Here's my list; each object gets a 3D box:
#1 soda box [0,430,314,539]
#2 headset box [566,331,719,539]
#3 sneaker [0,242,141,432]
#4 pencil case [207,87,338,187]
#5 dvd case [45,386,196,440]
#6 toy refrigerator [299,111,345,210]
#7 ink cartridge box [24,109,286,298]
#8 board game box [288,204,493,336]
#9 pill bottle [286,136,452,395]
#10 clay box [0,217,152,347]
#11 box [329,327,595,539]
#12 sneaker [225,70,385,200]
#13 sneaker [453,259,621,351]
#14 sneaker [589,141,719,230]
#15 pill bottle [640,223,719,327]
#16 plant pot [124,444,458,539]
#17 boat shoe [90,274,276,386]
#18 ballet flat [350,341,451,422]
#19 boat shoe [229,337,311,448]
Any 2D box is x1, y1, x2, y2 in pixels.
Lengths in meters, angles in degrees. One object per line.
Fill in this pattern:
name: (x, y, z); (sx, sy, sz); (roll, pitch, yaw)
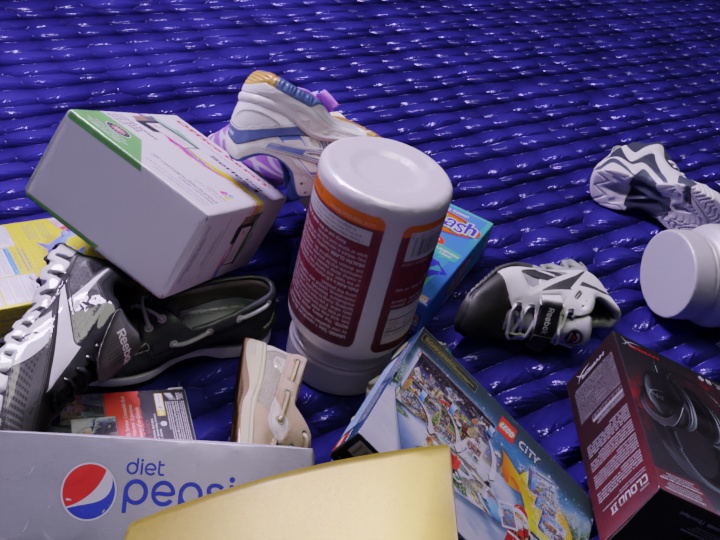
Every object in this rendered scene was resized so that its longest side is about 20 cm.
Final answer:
soda box: (-0.128, 0.140, 0.574); (0.196, 0.064, 0.070); (3, 77, -4)
headset box: (0.259, 0.164, 0.742); (0.147, 0.078, 0.201); (25, 31, -13)
sneaker: (-0.211, 0.060, 0.675); (0.089, 0.067, 0.202); (9, 44, -2)
pencil case: (-0.103, -0.122, 0.923); (0.084, 0.198, 0.086); (44, 56, -24)
dvd case: (-0.211, 0.146, 0.652); (0.197, 0.022, 0.147); (0, 38, -24)
toy refrigerator: (-0.005, -0.078, 0.922); (0.069, 0.077, 0.200); (-10, 40, -31)
ink cartridge box: (-0.167, -0.065, 0.798); (0.144, 0.085, 0.200); (36, 14, 6)
board game box: (0.038, -0.025, 0.971); (0.150, 0.046, 0.200); (25, 35, 14)
pill bottle: (0.000, 0.000, 0.782); (0.112, 0.202, 0.115); (11, 34, -8)
clay box: (-0.249, 0.000, 0.816); (0.197, 0.048, 0.115); (-10, 42, -35)
box: (0.083, 0.155, 0.672); (0.200, 0.038, 0.137); (45, 36, -3)
sneaker: (-0.028, -0.096, 0.822); (0.198, 0.089, 0.075); (26, 5, -16)
sneaker: (0.184, 0.040, 0.914); (0.197, 0.075, 0.089); (-12, 41, -34)
sneaker: (0.412, -0.117, 1.222); (0.196, 0.080, 0.130); (16, 42, 18)
pill bottle: (0.422, 0.007, 1.023); (0.196, 0.115, 0.114); (2, 36, -20)
plant pot: (-0.042, 0.226, 0.470); (0.173, 0.203, 0.201); (2, 35, 0)
boat shoe: (-0.163, 0.043, 0.779); (0.198, 0.061, 0.076); (-14, 45, -36)
ballet flat: (0.027, 0.118, 0.749); (0.063, 0.077, 0.200); (5, 28, 16)
boat shoe: (-0.067, 0.127, 0.695); (0.064, 0.073, 0.201); (11, 31, -10)
